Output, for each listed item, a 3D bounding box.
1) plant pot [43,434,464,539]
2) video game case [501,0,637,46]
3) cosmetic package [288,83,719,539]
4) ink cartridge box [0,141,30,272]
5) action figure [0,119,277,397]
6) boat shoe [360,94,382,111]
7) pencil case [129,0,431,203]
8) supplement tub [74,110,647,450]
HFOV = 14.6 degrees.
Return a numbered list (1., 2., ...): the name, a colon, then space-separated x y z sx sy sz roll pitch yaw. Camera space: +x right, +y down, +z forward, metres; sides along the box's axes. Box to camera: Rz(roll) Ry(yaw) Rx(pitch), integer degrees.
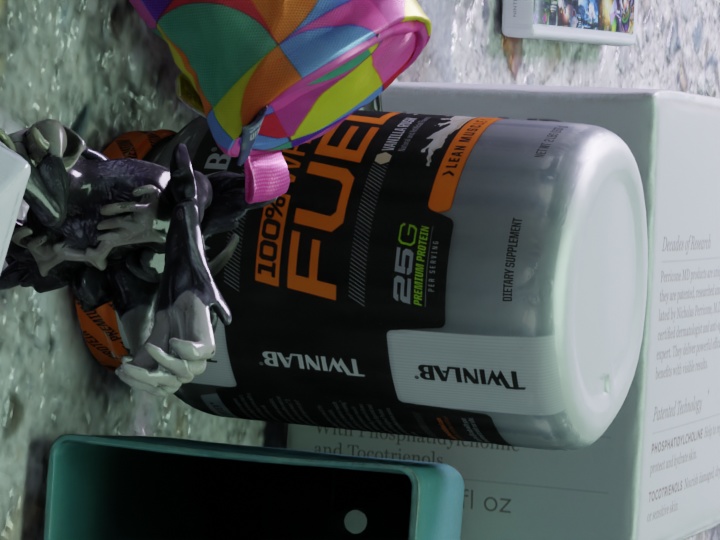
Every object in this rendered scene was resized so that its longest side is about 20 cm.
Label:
1. plant pot: -0.027 0.137 1.113 0.200 0.141 0.142 4 91 -76
2. video game case: 0.122 -0.219 1.571 0.200 0.023 0.182 -8 101 -69
3. cosmetic package: 0.074 0.017 1.277 0.166 0.167 0.201 -5 98 -68
4. ink cartridge box: -0.173 0.065 0.772 0.200 0.047 0.160 -50 168 -47
5. action figure: -0.105 -0.004 0.924 0.200 0.119 0.102 32 52 -56
6. boat shoe: -0.012 -0.040 1.178 0.071 0.063 0.201 -156 -107 -69
7. pencil case: -0.062 -0.126 0.925 0.200 0.088 0.088 57 20 9
8. supplement tub: 0.000 0.000 1.062 0.122 0.199 0.123 4 90 -69
